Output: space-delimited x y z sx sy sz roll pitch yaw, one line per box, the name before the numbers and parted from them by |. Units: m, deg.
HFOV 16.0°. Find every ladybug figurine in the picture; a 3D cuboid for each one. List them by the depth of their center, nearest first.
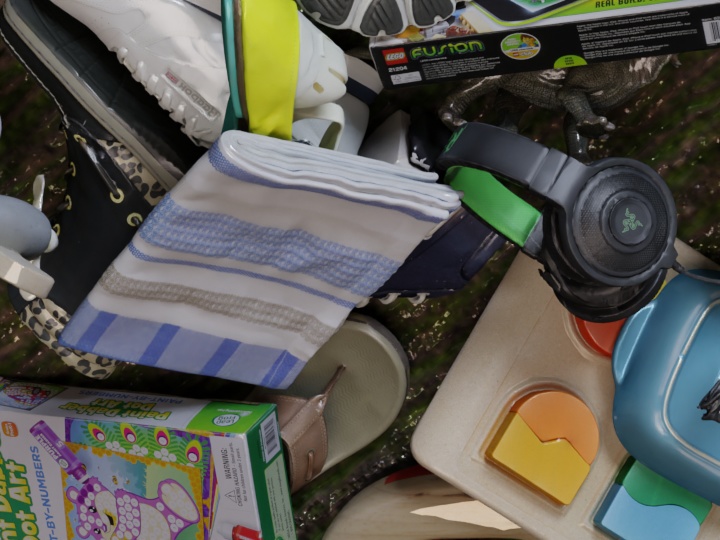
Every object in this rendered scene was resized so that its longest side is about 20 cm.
ladybug figurine | 0.076 0.160 1.503 0.199 0.072 0.136 1 129 7

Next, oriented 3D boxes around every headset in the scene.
headset | 0.123 -0.003 1.337 0.200 0.124 0.094 28 78 9

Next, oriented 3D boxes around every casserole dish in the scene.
casserole dish | 0.233 0.078 1.417 0.200 0.039 0.121 27 83 -13

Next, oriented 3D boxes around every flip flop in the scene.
flip flop | -0.052 0.100 1.507 0.200 0.058 0.081 -35 106 21

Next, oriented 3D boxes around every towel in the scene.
towel | -0.055 0.000 1.361 0.147 0.024 0.200 12 141 -30

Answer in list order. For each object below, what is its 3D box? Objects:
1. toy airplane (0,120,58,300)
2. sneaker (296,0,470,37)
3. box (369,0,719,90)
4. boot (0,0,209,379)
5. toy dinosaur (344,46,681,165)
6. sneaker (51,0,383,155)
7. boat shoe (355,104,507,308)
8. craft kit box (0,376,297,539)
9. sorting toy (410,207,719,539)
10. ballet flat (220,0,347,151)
toy airplane | -0.257 -0.052 1.398 0.200 0.199 0.141 45 75 -11
sneaker | 0.049 -0.190 1.324 0.200 0.083 0.081 -30 115 -9
box | 0.107 -0.155 1.335 0.199 0.110 0.035 -7 140 13
boot | -0.162 -0.046 1.449 0.204 0.074 0.154 46 119 -6
toy dinosaur | 0.096 -0.112 1.381 0.199 0.103 0.077 4 153 15
sneaker | -0.089 -0.112 1.394 0.200 0.076 0.081 25 93 -2
boat shoe | 0.000 0.000 1.449 0.093 0.075 0.200 34 125 -24
craft kit box | -0.131 0.166 1.526 0.197 0.049 0.200 5 117 28
sorting toy | 0.155 0.075 1.433 0.200 0.036 0.185 32 83 -5
ballet flat | -0.040 -0.088 1.312 0.067 0.067 0.200 -1 143 -6
